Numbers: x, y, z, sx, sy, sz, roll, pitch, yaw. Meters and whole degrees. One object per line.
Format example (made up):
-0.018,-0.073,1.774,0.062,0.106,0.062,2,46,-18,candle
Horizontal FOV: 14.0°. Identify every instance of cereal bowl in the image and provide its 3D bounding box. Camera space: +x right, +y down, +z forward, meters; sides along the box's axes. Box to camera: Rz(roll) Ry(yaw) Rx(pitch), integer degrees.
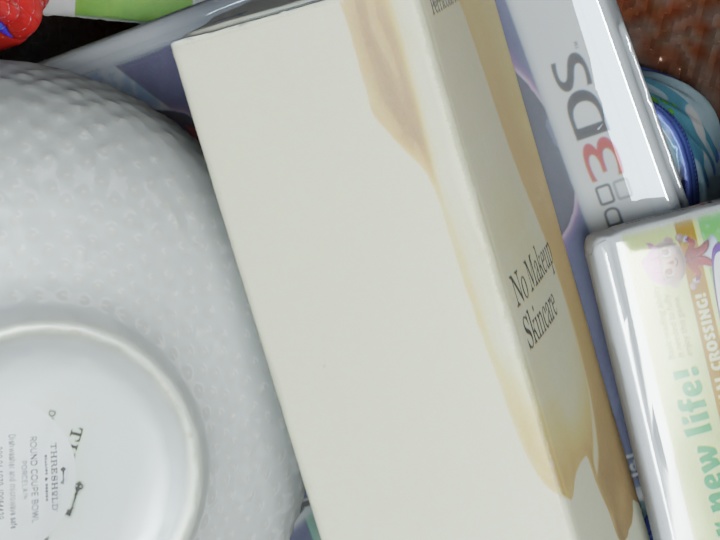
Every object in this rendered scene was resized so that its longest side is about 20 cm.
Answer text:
-0.099,0.048,0.805,0.199,0.083,0.201,-7,108,-21,cereal bowl

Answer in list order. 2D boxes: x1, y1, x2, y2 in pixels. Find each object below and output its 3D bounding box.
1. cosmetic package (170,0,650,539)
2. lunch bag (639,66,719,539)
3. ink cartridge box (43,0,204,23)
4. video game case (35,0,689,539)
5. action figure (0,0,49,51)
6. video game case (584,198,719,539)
0.020,0.016,0.808,0.071,0.105,0.201,-14,100,15,cosmetic package
0.013,0.008,0.928,0.199,0.082,0.162,9,105,12,lunch bag
-0.135,-0.158,0.933,0.199,0.076,0.149,7,102,8,ink cartridge box
0.000,0.000,0.874,0.199,0.023,0.183,-18,97,18,video game case
-0.146,-0.073,0.814,0.065,0.200,0.052,-22,86,29,action figure
0.174,0.064,0.840,0.181,0.022,0.201,-14,95,-5,video game case
